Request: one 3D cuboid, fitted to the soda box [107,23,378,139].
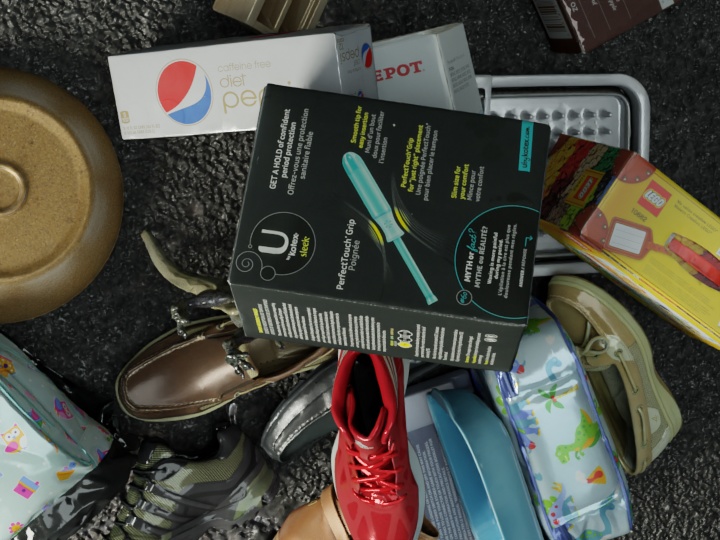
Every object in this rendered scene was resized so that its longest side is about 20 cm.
[{"bbox_3d":[-0.090,-0.142,1.102,0.199,0.064,0.068,-1,104,27],"label":"soda box"}]

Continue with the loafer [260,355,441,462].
[{"bbox_3d":[0.004,0.097,1.193,0.200,0.068,0.071,-40,72,9],"label":"loafer"}]

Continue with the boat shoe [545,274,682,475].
[{"bbox_3d":[0.212,0.090,1.260,0.063,0.073,0.201,-49,124,-26],"label":"boat shoe"}]

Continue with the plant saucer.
[{"bbox_3d":[-0.278,-0.060,1.114,0.199,0.035,0.201,1,86,-19],"label":"plant saucer"}]

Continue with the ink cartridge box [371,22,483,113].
[{"bbox_3d":[0.028,-0.083,1.154,0.145,0.083,0.201,-9,102,23],"label":"ink cartridge box"}]

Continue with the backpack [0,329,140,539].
[{"bbox_3d":[-0.289,0.127,1.124,0.167,0.127,0.200,-40,103,-1],"label":"backpack"}]

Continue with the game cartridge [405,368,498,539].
[{"bbox_3d":[0.055,0.198,1.273,0.133,0.041,0.201,-18,104,-14],"label":"game cartridge"}]

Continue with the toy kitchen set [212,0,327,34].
[{"bbox_3d":[0.036,-0.230,1.132,0.163,0.200,0.181,20,97,-58],"label":"toy kitchen set"}]

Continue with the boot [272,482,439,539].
[{"bbox_3d":[0.018,0.270,1.221,0.200,0.074,0.155,41,111,-5],"label":"boot"}]

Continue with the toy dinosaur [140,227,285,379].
[{"bbox_3d":[-0.101,0.030,1.142,0.199,0.088,0.048,20,132,12],"label":"toy dinosaur"}]

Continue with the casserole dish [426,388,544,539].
[{"bbox_3d":[0.108,0.180,1.198,0.039,0.121,0.201,-24,111,-9],"label":"casserole dish"}]

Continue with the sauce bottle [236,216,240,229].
[{"bbox_3d":[0.000,0.000,1.110,0.199,0.065,0.065,29,92,11],"label":"sauce bottle"}]

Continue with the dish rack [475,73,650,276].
[{"bbox_3d":[0.147,-0.082,1.241,0.199,0.044,0.173,-3,100,-14],"label":"dish rack"}]

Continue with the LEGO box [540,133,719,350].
[{"bbox_3d":[0.241,-0.018,1.178,0.200,0.149,0.077,35,90,-19],"label":"LEGO box"}]

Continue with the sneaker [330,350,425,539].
[{"bbox_3d":[0.003,0.143,1.112,0.078,0.116,0.201,-6,98,11],"label":"sneaker"}]

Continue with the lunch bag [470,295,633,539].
[{"bbox_3d":[0.154,0.128,1.221,0.082,0.161,0.201,-22,104,0],"label":"lunch bag"}]

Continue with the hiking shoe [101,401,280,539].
[{"bbox_3d":[-0.170,0.190,1.202,0.199,0.076,0.101,-31,98,-17],"label":"hiking shoe"}]

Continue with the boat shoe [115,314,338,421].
[{"bbox_3d":[-0.102,0.066,1.181,0.201,0.075,0.075,-21,88,-13],"label":"boat shoe"}]

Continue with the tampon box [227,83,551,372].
[{"bbox_3d":[0.021,-0.026,1.017,0.199,0.126,0.151,9,71,4],"label":"tampon box"}]

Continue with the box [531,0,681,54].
[{"bbox_3d":[0.237,-0.269,1.216,0.199,0.075,0.100,-30,106,-9],"label":"box"}]
